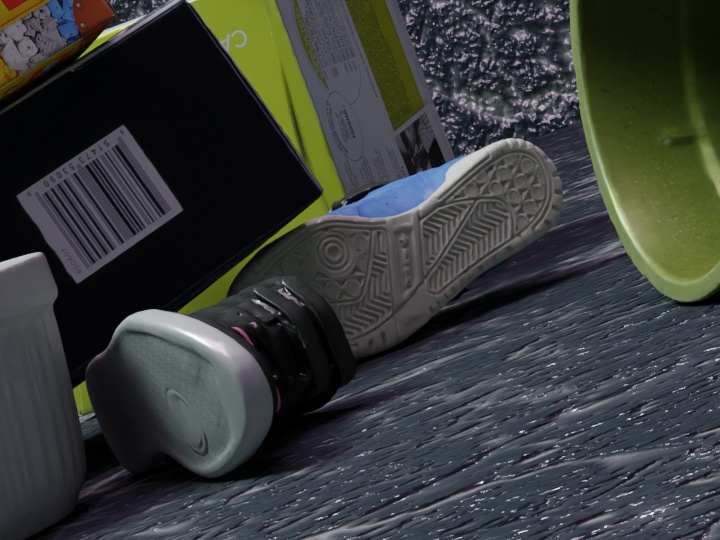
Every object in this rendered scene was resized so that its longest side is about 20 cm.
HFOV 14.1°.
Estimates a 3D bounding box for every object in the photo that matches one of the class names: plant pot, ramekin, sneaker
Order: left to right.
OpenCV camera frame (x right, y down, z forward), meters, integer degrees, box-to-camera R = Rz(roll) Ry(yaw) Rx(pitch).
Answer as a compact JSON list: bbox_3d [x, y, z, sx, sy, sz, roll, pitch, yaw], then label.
[{"bbox_3d":[-0.206,0.073,1.182,0.199,0.105,0.200,-18,3,1],"label":"ramekin"},{"bbox_3d":[-0.044,0.035,1.176,0.099,0.071,0.200,-25,1,-18],"label":"sneaker"},{"bbox_3d":[0.001,0.001,1.463,0.200,0.077,0.111,-31,2,-31],"label":"sneaker"},{"bbox_3d":[0.207,-0.097,1.188,0.189,0.201,0.200,-6,0,-16],"label":"plant pot"}]

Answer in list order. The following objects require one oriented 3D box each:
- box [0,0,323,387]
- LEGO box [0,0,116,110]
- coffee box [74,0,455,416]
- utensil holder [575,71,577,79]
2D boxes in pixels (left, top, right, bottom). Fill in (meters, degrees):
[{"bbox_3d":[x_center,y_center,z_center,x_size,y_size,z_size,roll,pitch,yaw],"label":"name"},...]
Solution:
[{"bbox_3d":[-0.157,-0.006,1.404,0.200,0.124,0.197,-37,2,-31],"label":"box"},{"bbox_3d":[-0.226,-0.077,1.376,0.149,0.077,0.200,-36,0,-35],"label":"LEGO box"},{"bbox_3d":[-0.073,-0.055,1.651,0.199,0.201,0.198,-18,4,21],"label":"coffee box"},{"bbox_3d":[0.223,-0.128,1.503,0.169,0.171,0.200,-17,3,28],"label":"utensil holder"}]
